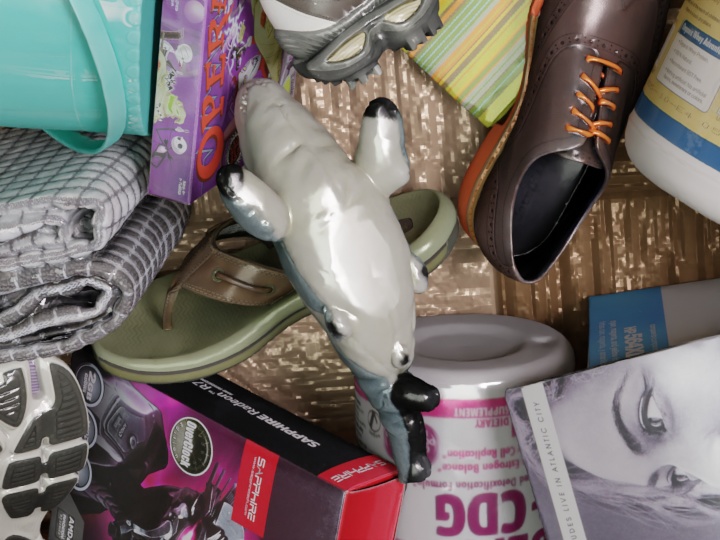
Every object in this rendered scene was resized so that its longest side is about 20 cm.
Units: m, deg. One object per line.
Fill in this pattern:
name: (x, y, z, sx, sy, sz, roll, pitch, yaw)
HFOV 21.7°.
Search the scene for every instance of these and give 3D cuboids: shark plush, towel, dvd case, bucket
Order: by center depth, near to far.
dvd case: (0.178, 0.101, 0.844, 0.199, 0.016, 0.150, -16, 90, 19)
shark plush: (0.000, 0.000, 0.885, 0.091, 0.083, 0.200, -37, 104, -16)
bucket: (-0.154, -0.157, 0.887, 0.134, 0.207, 0.208, 7, 105, 1)
towel: (-0.193, -0.008, 0.945, 0.199, 0.166, 0.086, -11, 109, 11)
towel: (0.022, -0.170, 0.951, 0.200, 0.018, 0.086, 43, 101, -3)

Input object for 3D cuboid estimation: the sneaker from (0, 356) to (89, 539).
sneaker: (-0.201, 0.099, 0.985, 0.084, 0.080, 0.200, 62, 145, 30)

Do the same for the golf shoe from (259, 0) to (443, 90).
golf shoe: (0.035, -0.173, 0.878, 0.200, 0.078, 0.095, -39, 108, -19)

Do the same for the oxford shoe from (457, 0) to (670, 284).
oxford shoe: (0.113, -0.085, 0.919, 0.071, 0.073, 0.201, 13, 112, -19)

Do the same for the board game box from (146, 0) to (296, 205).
board game box: (-0.057, -0.144, 0.897, 0.032, 0.120, 0.201, 18, 117, 21)

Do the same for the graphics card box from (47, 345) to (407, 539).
graphics card box: (-0.074, 0.124, 0.970, 0.199, 0.051, 0.126, 25, 115, 35)

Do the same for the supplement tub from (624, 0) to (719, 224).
supplement tub: (0.224, -0.114, 0.868, 0.144, 0.145, 0.201, 24, 107, 1)

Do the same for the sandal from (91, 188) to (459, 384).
sandal: (-0.049, -0.005, 0.966, 0.200, 0.080, 0.057, -23, 127, 4)

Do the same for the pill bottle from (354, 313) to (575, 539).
pill bottle: (0.055, 0.132, 0.972, 0.113, 0.113, 0.201, 0, 105, 8)

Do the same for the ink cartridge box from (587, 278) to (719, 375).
ink cartridge box: (0.220, 0.074, 0.927, 0.199, 0.125, 0.129, -9, 103, 10)
